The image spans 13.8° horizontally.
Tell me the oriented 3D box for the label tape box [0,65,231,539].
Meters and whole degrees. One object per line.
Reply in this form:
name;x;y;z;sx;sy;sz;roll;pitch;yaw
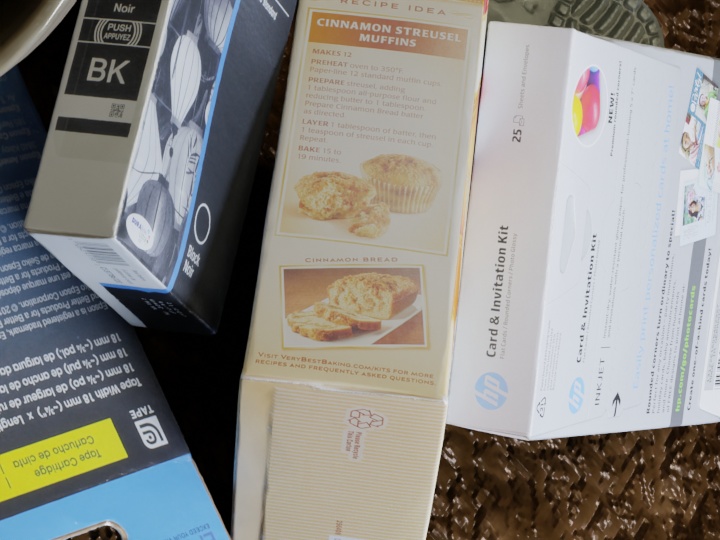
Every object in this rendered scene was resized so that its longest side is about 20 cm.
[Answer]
label tape box;-0.146;0.036;1.014;0.144;0.063;0.201;-16;79;-47

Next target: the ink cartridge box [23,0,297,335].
ink cartridge box;-0.059;-0.088;1.021;0.099;0.039;0.201;46;52;-63

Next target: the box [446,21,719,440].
box;0.103;-0.014;1.201;0.200;0.041;0.157;0;97;-62

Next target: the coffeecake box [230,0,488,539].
coffeecake box;0.000;0.000;1.097;0.073;0.154;0.201;7;56;1

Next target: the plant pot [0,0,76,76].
plant pot;-0.165;-0.153;0.999;0.200;0.200;0.174;54;9;-5

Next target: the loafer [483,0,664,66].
loafer;0.034;-0.126;1.280;0.200;0.070;0.075;38;65;-4
